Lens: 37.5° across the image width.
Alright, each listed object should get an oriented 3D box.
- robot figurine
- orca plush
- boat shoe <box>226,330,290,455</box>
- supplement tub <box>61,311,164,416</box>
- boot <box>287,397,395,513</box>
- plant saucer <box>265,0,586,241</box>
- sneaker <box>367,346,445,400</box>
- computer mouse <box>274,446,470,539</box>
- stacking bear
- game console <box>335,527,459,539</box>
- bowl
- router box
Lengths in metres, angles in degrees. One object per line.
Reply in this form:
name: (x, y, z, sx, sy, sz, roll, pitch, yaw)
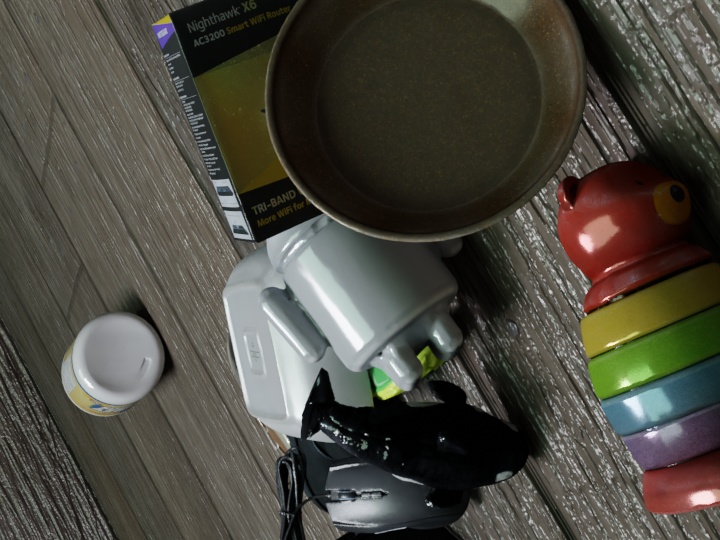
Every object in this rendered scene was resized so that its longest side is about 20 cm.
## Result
robot figurine: (0.000, 0.000, 0.856, 0.201, 0.169, 0.113, 53, 170, 11)
orca plush: (0.056, 0.125, 0.861, 0.198, 0.106, 0.071, 28, 154, -9)
boat shoe: (-0.102, 0.154, 1.263, 0.201, 0.075, 0.072, 59, 155, 12)
supplement tub: (-0.405, 0.156, 1.716, 0.146, 0.144, 0.200, 61, 153, 3)
boot: (-0.006, 0.195, 1.141, 0.161, 0.073, 0.200, 5, 121, 51)
plant saucer: (0.040, -0.112, 0.665, 0.201, 0.199, 0.037, 54, 180, 17)
sneaker: (0.019, 0.070, 0.977, 0.084, 0.074, 0.200, 60, 153, -4)
computer mouse: (0.005, 0.243, 1.018, 0.046, 0.197, 0.143, 34, -123, -73)
stacking bear: (0.182, 0.029, 0.631, 0.114, 0.120, 0.202, -36, 73, 56)
game console: (0.000, 0.333, 1.098, 0.117, 0.199, 0.176, 56, 152, 15)
bowl: (-0.070, 0.070, 1.016, 0.200, 0.074, 0.203, -7, 95, 67)
router box: (-0.022, -0.130, 0.736, 0.052, 0.198, 0.159, 8, 122, 66)
